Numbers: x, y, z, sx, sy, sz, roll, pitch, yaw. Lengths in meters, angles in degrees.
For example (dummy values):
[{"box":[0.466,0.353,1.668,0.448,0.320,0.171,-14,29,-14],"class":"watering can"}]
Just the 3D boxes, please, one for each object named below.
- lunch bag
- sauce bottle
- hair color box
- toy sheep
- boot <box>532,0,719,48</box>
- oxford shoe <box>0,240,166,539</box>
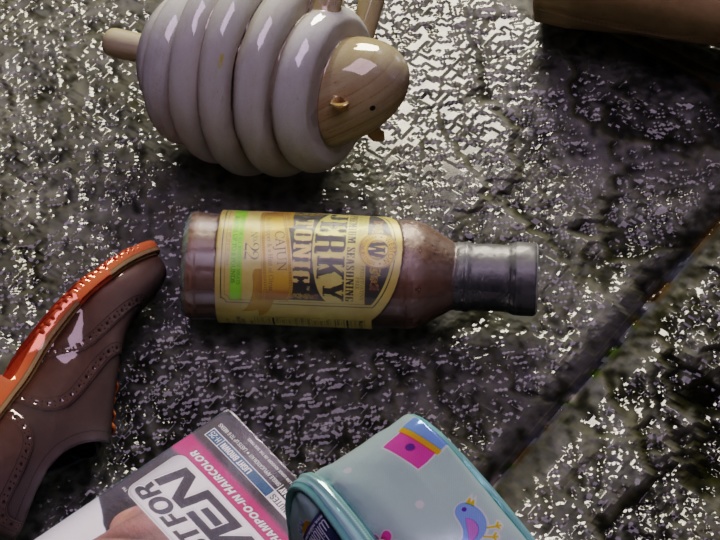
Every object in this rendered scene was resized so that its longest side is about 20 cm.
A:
[{"box":[0.036,0.168,0.992,0.077,0.201,0.161,-26,57,-16],"class":"lunch bag"},{"box":[0.000,0.000,1.316,0.198,0.065,0.065,1,51,2],"class":"sauce bottle"},{"box":[-0.112,0.168,1.186,0.199,0.061,0.100,-34,58,-23],"class":"hair color box"},{"box":[-0.062,-0.121,1.376,0.199,0.139,0.138,12,51,29],"class":"toy sheep"},{"box":[0.200,-0.163,1.389,0.198,0.175,0.067,13,77,8],"class":"boot"},{"box":[-0.158,0.064,1.280,0.072,0.071,0.200,41,56,-3],"class":"oxford shoe"}]
